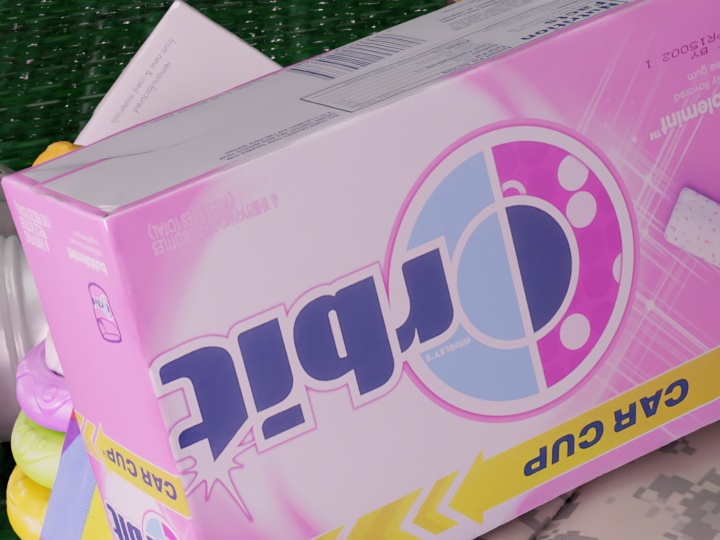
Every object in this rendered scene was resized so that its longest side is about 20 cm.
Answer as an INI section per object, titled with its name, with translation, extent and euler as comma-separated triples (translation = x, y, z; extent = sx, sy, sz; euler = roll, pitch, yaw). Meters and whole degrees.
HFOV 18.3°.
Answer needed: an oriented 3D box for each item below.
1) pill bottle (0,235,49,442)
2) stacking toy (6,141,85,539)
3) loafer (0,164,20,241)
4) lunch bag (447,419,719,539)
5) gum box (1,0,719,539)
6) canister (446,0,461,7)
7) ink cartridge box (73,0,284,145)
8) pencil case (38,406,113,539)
[pill bottle]
translation = -0.061, 0.013, 0.897
extent = 0.200, 0.111, 0.111
euler = -10, 24, -4
[stacking toy]
translation = -0.074, 0.050, 0.711
extent = 0.116, 0.200, 0.110
euler = 12, 32, 40
[loafer]
translation = -0.149, -0.019, 0.979
extent = 0.200, 0.070, 0.070
euler = 2, 51, -46
[lunch bag]
translation = 0.079, 0.118, 0.583
extent = 0.168, 0.139, 0.200
euler = 1, 24, 35
[gum box]
translation = 0.024, -0.002, 0.567
extent = 0.200, 0.114, 0.066
euler = -24, 21, -24
[canister]
translation = 0.108, -0.089, 0.953
extent = 0.148, 0.200, 0.087
euler = -21, 28, -26
[ink cartridge box]
translation = 0.000, 0.000, 0.786
extent = 0.067, 0.200, 0.117
euler = -56, -3, -12
[pencil case]
translation = -0.050, 0.091, 0.631
extent = 0.088, 0.200, 0.088
euler = 17, -4, 1
